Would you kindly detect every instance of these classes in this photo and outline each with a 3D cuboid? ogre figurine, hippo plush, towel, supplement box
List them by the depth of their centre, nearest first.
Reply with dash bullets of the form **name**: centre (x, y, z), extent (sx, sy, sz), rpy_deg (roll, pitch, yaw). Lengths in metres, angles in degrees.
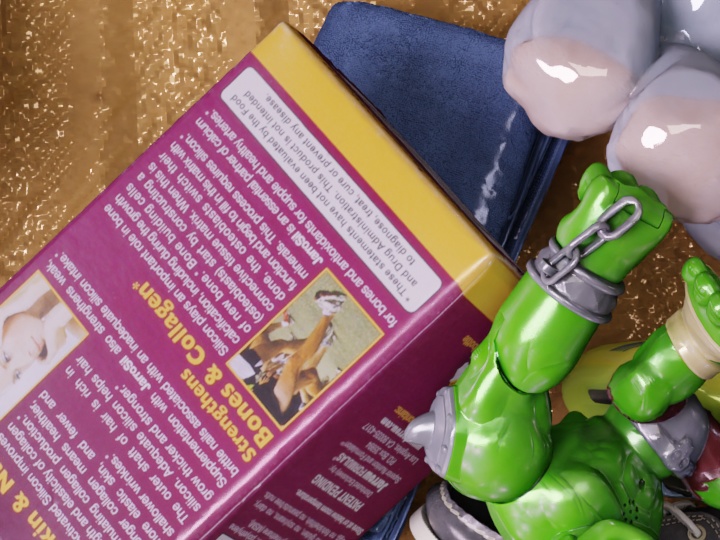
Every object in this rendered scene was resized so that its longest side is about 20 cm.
- **ogre figurine**: centre (0.103, 0.068, 1.044), extent (0.120, 0.200, 0.098), rpy_deg (-38, 47, 9)
- **supplement box**: centre (-0.044, 0.035, 1.075), extent (0.200, 0.103, 0.131), rpy_deg (-42, 63, 4)
- **hippo plush**: centre (0.120, -0.068, 1.111), extent (0.159, 0.161, 0.200), rpy_deg (-34, 64, -19)
- **towel**: centre (0.000, 0.000, 1.156), extent (0.111, 0.049, 0.201), rpy_deg (20, 81, 22)

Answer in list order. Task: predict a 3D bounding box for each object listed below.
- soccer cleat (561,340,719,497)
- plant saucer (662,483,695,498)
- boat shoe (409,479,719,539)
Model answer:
- **soccer cleat**: centre (0.174, 0.039, 1.123), extent (0.199, 0.065, 0.084), rpy_deg (-1, 49, 27)
- **plant saucer**: centre (0.212, 0.059, 1.135), extent (0.199, 0.019, 0.070), rpy_deg (3, 80, 23)
- **boat shoe**: centre (0.117, 0.112, 1.126), extent (0.199, 0.072, 0.068), rpy_deg (19, 108, -4)
